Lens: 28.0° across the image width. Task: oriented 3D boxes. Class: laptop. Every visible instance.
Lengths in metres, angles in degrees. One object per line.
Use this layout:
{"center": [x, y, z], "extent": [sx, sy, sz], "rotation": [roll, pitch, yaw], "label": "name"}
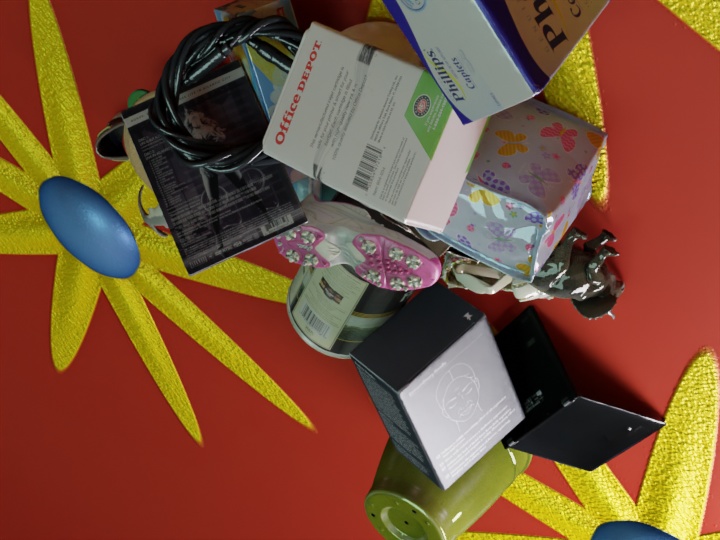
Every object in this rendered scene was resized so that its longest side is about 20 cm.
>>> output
{"center": [0.259, 0.158, 1.866], "extent": [0.202, 0.115, 0.187], "rotation": [64, 147, 15], "label": "laptop"}

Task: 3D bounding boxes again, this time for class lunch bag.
{"center": [0.139, -0.105, 1.554], "extent": [0.198, 0.170, 0.128], "rotation": [26, 138, 15], "label": "lunch bag"}

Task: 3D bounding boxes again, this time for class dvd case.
{"center": [-0.164, -0.115, 1.621], "extent": [0.016, 0.147, 0.202], "rotation": [86, 160, -86], "label": "dvd case"}

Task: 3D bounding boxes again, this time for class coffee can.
{"center": [0.000, 0.000, 1.811], "extent": [0.146, 0.147, 0.201], "rotation": [36, 145, 4], "label": "coffee can"}

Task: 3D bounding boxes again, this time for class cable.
{"center": [-0.136, -0.192, 1.573], "extent": [0.197, 0.051, 0.165], "rotation": [-5, 106, 0], "label": "cable"}

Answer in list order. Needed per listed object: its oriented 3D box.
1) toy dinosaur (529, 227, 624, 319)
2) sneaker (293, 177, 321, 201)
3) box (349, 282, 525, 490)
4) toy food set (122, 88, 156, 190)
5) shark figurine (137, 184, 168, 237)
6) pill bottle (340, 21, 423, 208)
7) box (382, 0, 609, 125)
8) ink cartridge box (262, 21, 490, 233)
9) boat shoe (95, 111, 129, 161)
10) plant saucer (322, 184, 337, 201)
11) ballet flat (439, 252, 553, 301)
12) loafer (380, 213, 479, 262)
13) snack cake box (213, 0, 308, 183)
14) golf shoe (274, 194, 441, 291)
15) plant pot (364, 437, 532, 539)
{"center": [0.227, -0.005, 1.619], "extent": [0.198, 0.077, 0.103], "rotation": [19, 115, -17], "label": "toy dinosaur"}
{"center": [-0.128, -0.085, 1.769], "extent": [0.129, 0.081, 0.200], "rotation": [3, 163, -20], "label": "sneaker"}
{"center": [0.098, 0.144, 1.796], "extent": [0.107, 0.148, 0.201], "rotation": [35, 158, 44], "label": "box"}
{"center": [-0.218, -0.157, 1.859], "extent": [0.196, 0.049, 0.201], "rotation": [-18, 120, 33], "label": "toy food set"}
{"center": [-0.195, -0.079, 1.720], "extent": [0.089, 0.129, 0.214], "rotation": [37, 125, -23], "label": "shark figurine"}
{"center": [0.022, -0.170, 1.637], "extent": [0.111, 0.113, 0.202], "rotation": [19, 139, 26], "label": "pill bottle"}
{"center": [0.127, -0.275, 1.353], "extent": [0.104, 0.200, 0.185], "rotation": [-14, 119, 47], "label": "box"}
{"center": [0.016, -0.147, 1.465], "extent": [0.199, 0.084, 0.147], "rotation": [28, 100, 32], "label": "ink cartridge box"}
{"center": [-0.282, -0.185, 1.939], "extent": [0.198, 0.060, 0.072], "rotation": [-3, 126, 44], "label": "boat shoe"}
{"center": [-0.064, -0.149, 1.803], "extent": [0.198, 0.036, 0.201], "rotation": [25, 142, 21], "label": "plant saucer"}
{"center": [0.181, 0.008, 1.727], "extent": [0.198, 0.064, 0.076], "rotation": [5, 131, 38], "label": "ballet flat"}
{"center": [0.093, -0.061, 1.649], "extent": [0.199, 0.070, 0.075], "rotation": [18, 130, -41], "label": "loafer"}
{"center": [-0.097, -0.213, 1.663], "extent": [0.115, 0.067, 0.202], "rotation": [32, 142, 66], "label": "snack cake box"}
{"center": [0.003, -0.039, 1.655], "extent": [0.198, 0.092, 0.076], "rotation": [17, 133, 10], "label": "golf shoe"}
{"center": [0.104, 0.280, 1.978], "extent": [0.199, 0.193, 0.202], "rotation": [24, 141, 21], "label": "plant pot"}
